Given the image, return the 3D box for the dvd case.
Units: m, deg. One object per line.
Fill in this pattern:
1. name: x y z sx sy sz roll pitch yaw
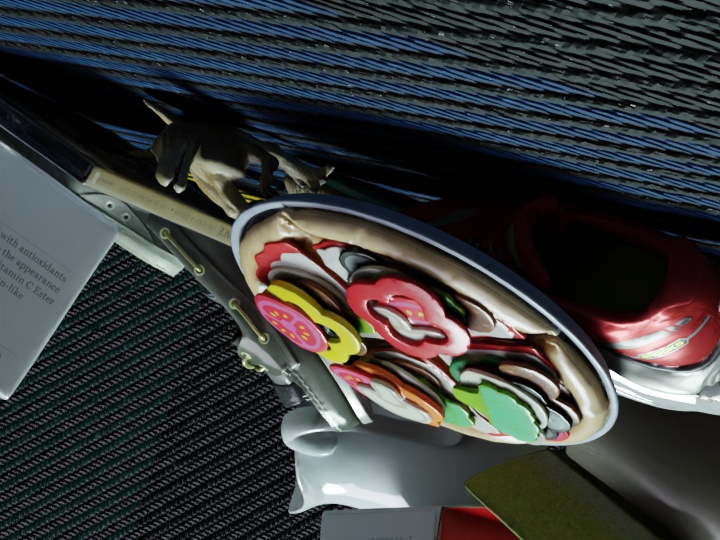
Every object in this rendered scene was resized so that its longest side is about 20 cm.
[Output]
1. dvd case: -0.148 -0.065 0.912 0.148 0.016 0.200 34 -176 26

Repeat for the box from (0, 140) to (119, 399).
1. box: -0.286 -0.034 1.046 0.198 0.131 0.200 37 170 -19

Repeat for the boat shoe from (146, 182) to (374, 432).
1. boat shoe: -0.063 0.028 1.072 0.203 0.060 0.072 55 -175 -11

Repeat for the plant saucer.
1. plant saucer: 0.191 0.174 0.997 0.198 0.048 0.200 21 -172 -28

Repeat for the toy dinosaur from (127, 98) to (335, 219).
1. toy dinosaur: -0.070 -0.057 0.830 0.101 0.059 0.200 35 180 -10

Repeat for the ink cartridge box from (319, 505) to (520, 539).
1. ink cartridge box: 0.096 0.223 1.135 0.198 0.085 0.175 19 160 -35

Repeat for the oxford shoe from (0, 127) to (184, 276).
1. oxford shoe: -0.200 -0.070 1.148 0.199 0.058 0.075 32 178 -4

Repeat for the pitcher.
1. pitcher: 0.040 0.133 1.215 0.197 0.123 0.172 0 163 2

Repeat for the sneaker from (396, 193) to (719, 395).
1. sneaker: 0.080 -0.007 0.732 0.198 0.078 0.085 11 158 36

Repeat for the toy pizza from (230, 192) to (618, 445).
1. toy pizza: 0.024 0.034 0.751 0.198 0.032 0.201 24 157 11

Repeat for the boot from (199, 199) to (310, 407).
1. boot: -0.050 -0.004 1.241 0.069 0.132 0.201 -23 -156 22

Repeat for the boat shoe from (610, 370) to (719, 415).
1. boat shoe: 0.194 0.036 0.764 0.197 0.072 0.069 9 176 -4

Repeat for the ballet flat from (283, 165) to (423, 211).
1. ballet flat: 0.037 -0.005 0.845 0.198 0.066 0.070 17 -172 33

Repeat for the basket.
1. basket: 0.225 0.098 0.896 0.198 0.182 0.136 25 -174 16
